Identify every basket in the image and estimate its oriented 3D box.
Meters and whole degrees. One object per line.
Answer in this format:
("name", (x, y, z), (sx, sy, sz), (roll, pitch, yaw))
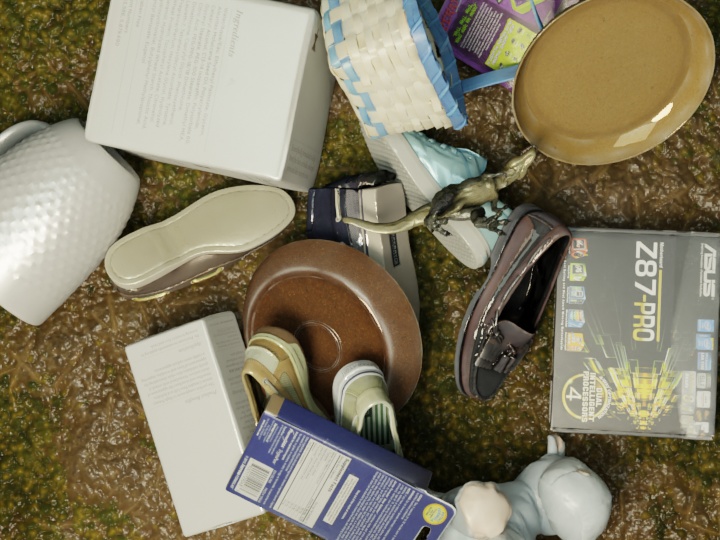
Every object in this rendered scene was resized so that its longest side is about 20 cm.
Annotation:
("basket", (0.071, -0.220, 1.383), (0.198, 0.177, 0.140), (-13, 55, 11))

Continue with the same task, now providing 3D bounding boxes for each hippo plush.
("hippo plush", (0.160, 0.253, 1.421), (0.159, 0.200, 0.161), (-16, 92, -16))

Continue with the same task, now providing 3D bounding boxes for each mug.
("mug", (-0.326, -0.074, 1.496), (0.175, 0.148, 0.200), (-45, 53, 2))

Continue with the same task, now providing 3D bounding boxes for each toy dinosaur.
("toy dinosaur", (0.088, -0.059, 1.391), (0.198, 0.088, 0.048), (-20, 117, -9))

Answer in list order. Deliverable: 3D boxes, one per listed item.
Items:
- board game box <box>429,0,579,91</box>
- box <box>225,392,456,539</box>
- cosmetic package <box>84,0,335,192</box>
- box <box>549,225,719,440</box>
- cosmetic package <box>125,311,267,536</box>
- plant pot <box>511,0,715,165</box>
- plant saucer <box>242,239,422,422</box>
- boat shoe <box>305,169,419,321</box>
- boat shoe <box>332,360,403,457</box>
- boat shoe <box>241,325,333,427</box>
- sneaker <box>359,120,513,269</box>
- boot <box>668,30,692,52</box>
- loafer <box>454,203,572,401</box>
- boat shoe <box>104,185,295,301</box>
("board game box", (0.159, -0.283, 1.439), (0.119, 0.032, 0.201), (31, 116, 5))
("box", (-0.017, 0.205, 1.385), (0.199, 0.033, 0.122), (28, 129, -1))
("cosmetic package", (-0.138, -0.180, 1.448), (0.198, 0.165, 0.167), (13, 91, 9))
("box", (0.267, 0.061, 1.447), (0.159, 0.049, 0.202), (3, 89, 5))
("cosmetic package", (-0.151, 0.152, 1.484), (0.101, 0.074, 0.202), (-18, 88, 24))
("plant pot", (0.237, -0.187, 1.408), (0.198, 0.201, 0.028), (-21, 44, 7))
("plant saucer", (-0.036, 0.070, 1.453), (0.198, 0.034, 0.202), (10, 115, 23))
("boat shoe", (0.000, 0.000, 1.483), (0.092, 0.074, 0.202), (1, 99, 35))
("boat shoe", (0.007, 0.179, 1.425), (0.071, 0.062, 0.201), (-15, 128, -7))
("boat shoe", (-0.076, 0.151, 1.435), (0.071, 0.076, 0.201), (1, 130, 30))
("sneaker", (0.079, -0.098, 1.474), (0.082, 0.074, 0.201), (-36, 83, -19))
("boot", (0.319, -0.337, 1.436), (0.200, 0.066, 0.175), (-45, 84, 4))
("loafer", (0.148, 0.038, 1.436), (0.063, 0.071, 0.202), (29, 105, 45))
("boat shoe", (-0.159, -0.026, 1.499), (0.198, 0.060, 0.072), (-23, 67, -10))
